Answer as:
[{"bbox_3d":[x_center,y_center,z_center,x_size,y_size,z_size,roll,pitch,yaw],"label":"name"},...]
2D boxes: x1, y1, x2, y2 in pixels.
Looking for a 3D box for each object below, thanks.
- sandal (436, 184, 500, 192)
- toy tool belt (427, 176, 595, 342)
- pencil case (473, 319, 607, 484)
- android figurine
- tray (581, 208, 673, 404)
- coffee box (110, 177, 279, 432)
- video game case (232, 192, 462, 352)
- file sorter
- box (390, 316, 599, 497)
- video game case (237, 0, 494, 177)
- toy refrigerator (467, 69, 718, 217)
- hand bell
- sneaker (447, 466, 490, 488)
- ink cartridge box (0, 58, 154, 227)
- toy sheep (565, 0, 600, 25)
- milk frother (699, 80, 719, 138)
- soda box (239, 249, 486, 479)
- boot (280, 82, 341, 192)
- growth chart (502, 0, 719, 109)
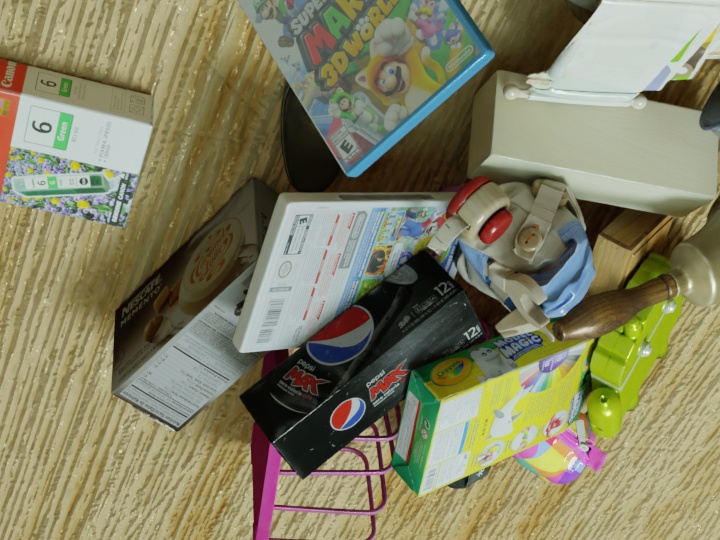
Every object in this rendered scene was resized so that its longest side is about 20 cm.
[{"bbox_3d":[0.085,-0.051,1.230,0.201,0.050,0.083,-21,142,-5],"label":"sandal"},{"bbox_3d":[0.143,-0.006,1.127,0.125,0.123,0.200,-47,162,5],"label":"toy tool belt"},{"bbox_3d":[0.151,0.130,1.353,0.088,0.089,0.200,-38,123,22],"label":"pencil case"},{"bbox_3d":[0.253,0.060,1.260,0.041,0.183,0.200,28,163,19],"label":"android figurine"},{"bbox_3d":[0.226,0.035,1.276,0.037,0.098,0.201,31,131,22],"label":"tray"},{"bbox_3d":[-0.128,0.032,1.231,0.079,0.115,0.200,34,119,-29],"label":"coffee box"},{"bbox_3d":[0.000,0.000,1.152,0.199,0.018,0.144,-2,125,-36],"label":"video game case"},{"bbox_3d":[-0.032,0.146,1.314,0.124,0.140,0.201,3,128,-9],"label":"file sorter"},{"bbox_3d":[0.124,0.109,1.206,0.199,0.048,0.118,-16,135,-31],"label":"box"},{"bbox_3d":[-0.007,-0.192,1.033,0.143,0.201,0.018,-39,162,24],"label":"video game case"},{"bbox_3d":[0.193,-0.103,1.167,0.198,0.077,0.070,9,164,-12],"label":"toy refrigerator"},{"bbox_3d":[0.241,0.016,1.125,0.199,0.104,0.105,-22,132,-22],"label":"hand bell"},{"bbox_3d":[0.085,0.164,1.324,0.090,0.067,0.200,23,164,4],"label":"sneaker"},{"bbox_3d":[-0.277,-0.110,1.144,0.198,0.051,0.110,12,126,-15],"label":"ink cartridge box"},{"bbox_3d":[0.199,-0.262,1.022,0.136,0.139,0.201,4,133,-9],"label":"toy sheep"},{"bbox_3d":[0.364,-0.093,1.153,0.188,0.181,0.200,40,133,-8],"label":"milk frother"},{"bbox_3d":[0.003,0.078,1.157,0.199,0.063,0.071,-38,138,-6],"label":"soda box"},{"bbox_3d":[-0.022,-0.124,1.127,0.074,0.097,0.201,8,127,-13],"label":"boot"},{"bbox_3d":[0.213,-0.170,1.052,0.143,0.018,0.200,4,157,-20],"label":"growth chart"}]
